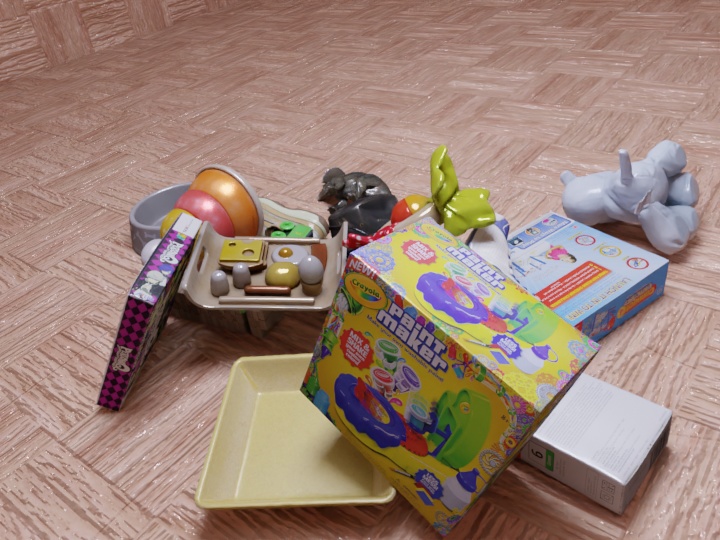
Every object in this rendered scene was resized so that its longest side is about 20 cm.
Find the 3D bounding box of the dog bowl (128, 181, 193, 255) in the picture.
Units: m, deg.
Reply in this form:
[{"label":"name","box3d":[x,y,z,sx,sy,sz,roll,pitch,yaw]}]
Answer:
[{"label":"dog bowl","box3d":[-0.328,-0.099,1.147,0.200,0.059,0.200,-6,34,4]}]

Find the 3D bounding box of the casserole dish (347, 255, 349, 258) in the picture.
[{"label":"casserole dish","box3d":[0.000,0.000,0.890,0.200,0.039,0.121,-11,10,12]}]

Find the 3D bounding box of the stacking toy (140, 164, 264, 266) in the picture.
[{"label":"stacking toy","box3d":[-0.261,-0.065,0.973,0.146,0.146,0.200,14,39,30]}]

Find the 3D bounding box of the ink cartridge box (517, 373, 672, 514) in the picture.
[{"label":"ink cartridge box","box3d":[0.205,0.154,0.660,0.200,0.050,0.109,22,46,39]}]

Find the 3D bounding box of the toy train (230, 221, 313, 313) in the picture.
[{"label":"toy train","box3d":[-0.123,-0.007,0.887,0.056,0.042,0.200,14,39,13]}]

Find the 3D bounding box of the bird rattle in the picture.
[{"label":"bird rattle","box3d":[0.070,-0.054,0.800,0.200,0.113,0.163,-42,4,10]}]

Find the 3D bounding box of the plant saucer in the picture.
[{"label":"plant saucer","box3d":[-0.057,0.177,0.682,0.199,0.049,0.200,-5,38,8]}]

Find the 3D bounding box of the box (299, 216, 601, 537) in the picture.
[{"label":"box","box3d":[0.071,0.093,0.584,0.200,0.193,0.122,40,41,23]}]

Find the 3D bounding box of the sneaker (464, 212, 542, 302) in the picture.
[{"label":"sneaker","box3d":[0.162,0.023,0.760,0.115,0.081,0.199,28,44,8]}]

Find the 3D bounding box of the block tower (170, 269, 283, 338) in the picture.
[{"label":"block tower","box3d":[-0.205,0.046,0.910,0.200,0.054,0.058,11,38,27]}]

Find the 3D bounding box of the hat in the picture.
[{"label":"hat","box3d":[0.013,-0.073,0.952,0.200,0.081,0.201,-12,4,1]}]

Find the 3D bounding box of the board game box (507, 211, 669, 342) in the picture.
[{"label":"board game box","box3d":[0.268,0.011,0.847,0.200,0.056,0.196,-27,38,-24]}]

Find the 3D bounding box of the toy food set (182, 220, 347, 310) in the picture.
[{"label":"toy food set","box3d":[-0.118,-0.018,0.816,0.199,0.061,0.144,1,40,-1]}]

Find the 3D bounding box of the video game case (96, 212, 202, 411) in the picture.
[{"label":"video game case","box3d":[-0.270,0.051,0.803,0.036,0.200,0.181,23,34,-10]}]

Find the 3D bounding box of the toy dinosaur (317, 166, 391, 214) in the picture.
[{"label":"toy dinosaur","box3d":[-0.003,-0.148,1.126,0.200,0.077,0.102,3,43,23]}]

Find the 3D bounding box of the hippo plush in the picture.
[{"label":"hippo plush","box3d":[0.388,-0.092,0.930,0.200,0.160,0.161,-18,1,-38]}]

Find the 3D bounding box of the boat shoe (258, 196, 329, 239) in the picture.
[{"label":"boat shoe","box3d":[-0.153,-0.074,1.067,0.200,0.072,0.076,12,55,31]}]
